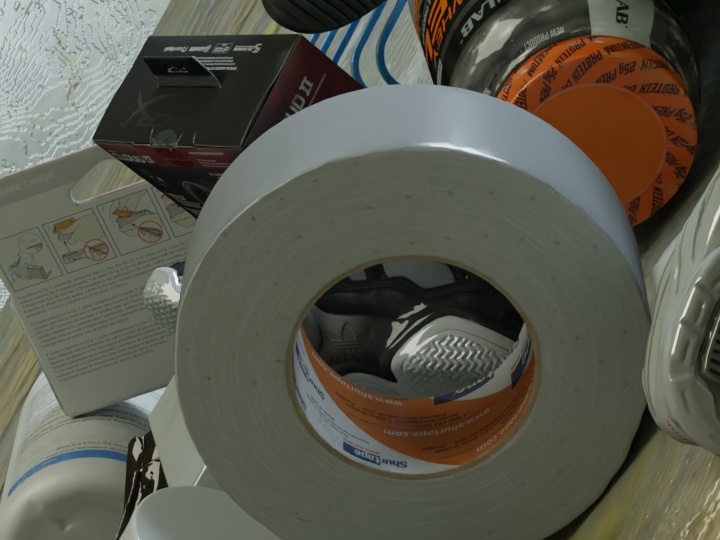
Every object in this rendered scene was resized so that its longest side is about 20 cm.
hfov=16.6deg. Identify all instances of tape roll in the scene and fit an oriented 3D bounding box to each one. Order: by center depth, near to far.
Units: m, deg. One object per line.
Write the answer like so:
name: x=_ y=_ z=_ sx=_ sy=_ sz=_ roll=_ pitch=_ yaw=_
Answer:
tape roll: x=0.022 y=0.026 z=1.033 sx=0.201 sy=0.200 sz=0.066 roll=-54 pitch=14 yaw=23

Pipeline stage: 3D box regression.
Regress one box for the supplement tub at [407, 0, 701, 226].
supplement tub: x=0.093 y=-0.107 z=1.192 sx=0.123 sy=0.122 sz=0.200 roll=-54 pitch=24 yaw=22

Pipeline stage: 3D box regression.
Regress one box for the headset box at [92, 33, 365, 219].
headset box: x=-0.039 y=-0.058 z=1.356 sx=0.148 sy=0.200 sz=0.075 roll=6 pitch=64 yaw=52

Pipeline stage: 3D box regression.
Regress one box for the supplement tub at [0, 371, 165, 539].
supplement tub: x=-0.171 y=0.145 z=1.633 sx=0.132 sy=0.132 sz=0.200 roll=-55 pitch=14 yaw=20

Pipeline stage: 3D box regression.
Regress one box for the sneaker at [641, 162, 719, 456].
sneaker: x=0.153 y=-0.023 z=0.937 sx=0.201 sy=0.078 sz=0.099 roll=-62 pitch=10 yaw=-12

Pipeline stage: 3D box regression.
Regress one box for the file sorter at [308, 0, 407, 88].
file sorter: x=0.054 y=-0.128 z=1.418 sx=0.139 sy=0.122 sz=0.200 roll=-62 pitch=13 yaw=-11

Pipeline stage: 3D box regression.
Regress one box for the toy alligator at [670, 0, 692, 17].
toy alligator: x=0.193 y=-0.218 z=1.244 sx=0.200 sy=0.054 sz=0.059 roll=-55 pitch=14 yaw=18

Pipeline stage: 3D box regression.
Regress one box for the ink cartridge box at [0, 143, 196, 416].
ink cartridge box: x=-0.128 y=-0.014 z=1.548 sx=0.199 sy=0.177 sz=0.045 roll=-18 pitch=26 yaw=11

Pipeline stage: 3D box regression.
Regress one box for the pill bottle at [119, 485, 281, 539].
pill bottle: x=-0.100 y=0.212 z=1.202 sx=0.116 sy=0.115 sz=0.201 roll=-86 pitch=19 yaw=-62

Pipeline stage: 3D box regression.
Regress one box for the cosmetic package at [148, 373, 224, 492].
cosmetic package: x=-0.043 y=0.097 z=1.316 sx=0.081 sy=0.113 sz=0.200 roll=-58 pitch=11 yaw=6

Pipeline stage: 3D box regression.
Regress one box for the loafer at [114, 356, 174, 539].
loafer: x=-0.111 y=0.135 z=1.507 sx=0.071 sy=0.073 sz=0.201 roll=9 pitch=68 yaw=44

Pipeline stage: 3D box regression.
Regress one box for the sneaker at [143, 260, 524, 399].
sneaker: x=0.000 y=0.000 z=1.201 sx=0.076 sy=0.199 sz=0.114 roll=75 pitch=-151 yaw=-62

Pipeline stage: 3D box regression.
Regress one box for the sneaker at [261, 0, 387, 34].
sneaker: x=-0.005 y=-0.185 z=1.344 sx=0.088 sy=0.074 sz=0.200 roll=-42 pitch=12 yaw=51
